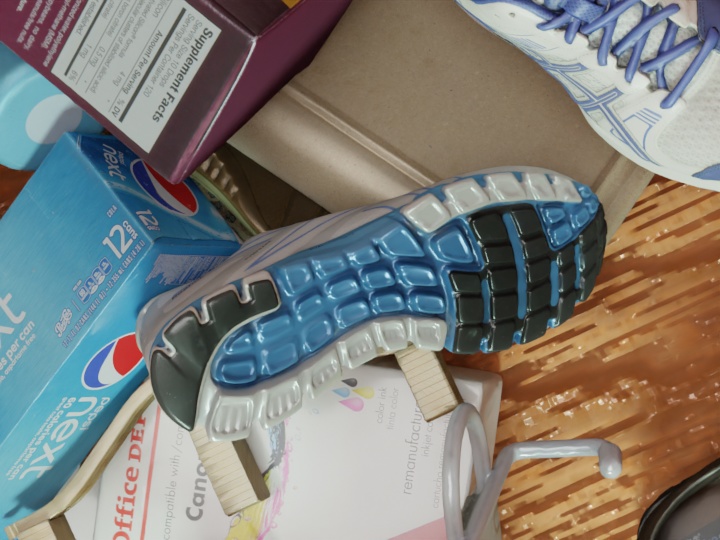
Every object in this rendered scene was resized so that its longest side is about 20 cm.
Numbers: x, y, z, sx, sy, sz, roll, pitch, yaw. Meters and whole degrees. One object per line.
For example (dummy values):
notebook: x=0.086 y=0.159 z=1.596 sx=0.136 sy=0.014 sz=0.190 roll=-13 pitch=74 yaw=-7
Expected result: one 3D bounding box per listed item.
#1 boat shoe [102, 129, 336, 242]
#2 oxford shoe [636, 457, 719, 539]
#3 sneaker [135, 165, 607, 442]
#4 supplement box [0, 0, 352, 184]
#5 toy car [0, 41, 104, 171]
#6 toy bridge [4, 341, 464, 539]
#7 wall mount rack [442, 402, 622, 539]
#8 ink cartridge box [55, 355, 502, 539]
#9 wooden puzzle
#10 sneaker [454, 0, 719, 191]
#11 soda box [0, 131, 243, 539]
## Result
boat shoe: x=-0.048 y=-0.049 z=1.224 sx=0.200 sy=0.063 sz=0.073 roll=36 pitch=73 yaw=5
oxford shoe: x=0.202 y=0.081 z=1.163 sx=0.200 sy=0.084 sz=0.073 roll=-35 pitch=82 yaw=8
sneaker: x=0.000 y=0.000 z=1.129 sx=0.199 sy=0.087 sz=0.075 roll=-17 pitch=110 yaw=-15
supplement box: x=-0.105 y=-0.145 z=1.115 sx=0.200 sy=0.110 sz=0.086 roll=39 pitch=132 yaw=5
toy car: x=-0.233 y=-0.112 z=1.148 sx=0.177 sy=0.200 sz=0.185 roll=-44 pitch=51 yaw=9
toy bridge: x=-0.060 y=0.068 z=1.172 sx=0.199 sy=0.027 sz=0.067 roll=-25 pitch=87 yaw=10
wall mount rack: x=0.073 y=0.158 z=1.129 sx=0.074 sy=0.174 sz=0.201 roll=-2 pitch=113 yaw=14
ink cartridge box: x=-0.047 y=0.088 z=1.218 sx=0.199 sy=0.067 sz=0.117 roll=8 pitch=93 yaw=11
wooden puzzle: x=0.053 y=-0.100 z=1.192 sx=0.185 sy=0.037 sz=0.200 roll=34 pitch=82 yaw=8
sneaker: x=0.088 y=-0.096 z=1.102 sx=0.200 sy=0.088 sz=0.075 roll=35 pitch=98 yaw=25
soda box: x=-0.138 y=0.038 z=1.180 sx=0.068 sy=0.064 sz=0.200 roll=50 pitch=115 yaw=25
